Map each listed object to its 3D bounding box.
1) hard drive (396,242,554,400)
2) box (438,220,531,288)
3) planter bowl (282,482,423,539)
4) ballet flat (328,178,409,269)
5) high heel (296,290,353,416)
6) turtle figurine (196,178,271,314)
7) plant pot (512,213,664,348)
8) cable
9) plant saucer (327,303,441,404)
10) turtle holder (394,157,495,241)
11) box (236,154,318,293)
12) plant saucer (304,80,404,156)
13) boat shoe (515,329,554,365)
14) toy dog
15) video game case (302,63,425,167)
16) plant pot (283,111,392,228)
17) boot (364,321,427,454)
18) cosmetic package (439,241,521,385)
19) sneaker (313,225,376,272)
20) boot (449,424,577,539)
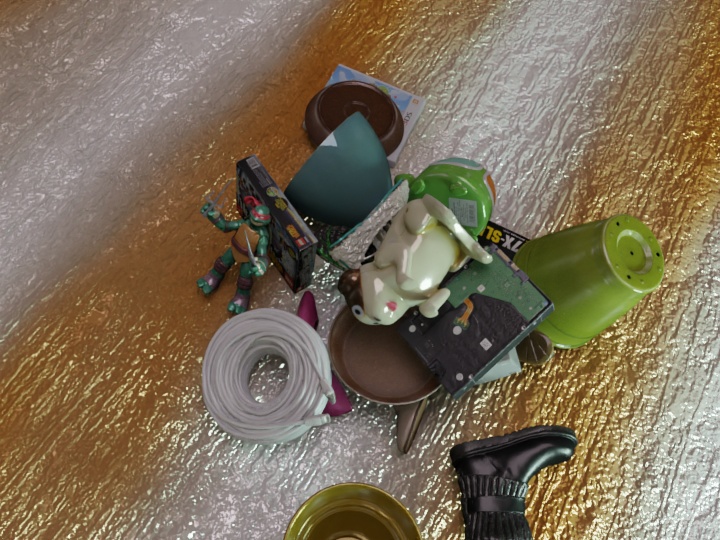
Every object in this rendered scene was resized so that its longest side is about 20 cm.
[{"bbox_3d":[0.169,0.073,1.113,0.200,0.038,0.140,-43,63,1],"label":"hard drive"},{"bbox_3d":[0.221,-0.009,1.329,0.197,0.050,0.161,26,58,7],"label":"box"},{"bbox_3d":[-0.013,0.404,1.029,0.196,0.084,0.203,4,59,-7],"label":"planter bowl"},{"bbox_3d":[0.026,-0.067,1.207,0.071,0.072,0.200,36,59,13],"label":"ballet flat"},{"bbox_3d":[-0.057,0.131,1.192,0.094,0.068,0.204,0,74,3],"label":"high heel"},{"bbox_3d":[-0.189,-0.037,1.199,0.149,0.202,0.100,41,32,28],"label":"turtle figurine"},{"bbox_3d":[0.381,0.004,1.228,0.197,0.193,0.204,10,66,-23],"label":"plant pot"},{"bbox_3d":[-0.140,0.159,1.129,0.197,0.069,0.203,-19,71,7],"label":"cable"},{"bbox_3d":[0.047,0.122,1.162,0.196,0.037,0.203,1,55,-1],"label":"plant saucer"},{"bbox_3d":[0.149,-0.124,1.299,0.142,0.184,0.132,55,44,-16],"label":"turtle holder"},{"bbox_3d":[-0.145,-0.077,1.261,0.039,0.138,0.201,-28,67,-23],"label":"box"},{"bbox_3d":[-0.009,-0.296,1.446,0.196,0.035,0.203,4,60,-8],"label":"plant saucer"},{"bbox_3d":[0.231,0.105,1.255,0.198,0.065,0.074,29,88,28],"label":"boat shoe"},{"bbox_3d":[0.057,-0.009,1.103,0.200,0.139,0.194,-48,42,-1],"label":"toy dog"},{"bbox_3d":[0.010,-0.312,1.490,0.197,0.022,0.184,23,59,6],"label":"video game case"},{"bbox_3d":[-0.021,-0.154,1.305,0.135,0.200,0.200,42,62,-1],"label":"plant pot"},{"bbox_3d":[0.043,0.173,1.191,0.144,0.071,0.202,19,57,11],"label":"boot"},{"bbox_3d":[0.185,0.069,1.190,0.089,0.107,0.203,-16,66,16],"label":"cosmetic package"},{"bbox_3d":[0.000,0.000,1.247,0.198,0.085,0.079,31,49,-13],"label":"sneaker"},{"bbox_3d":[0.241,0.328,1.113,0.207,0.080,0.160,-11,54,-3],"label":"boot"}]
